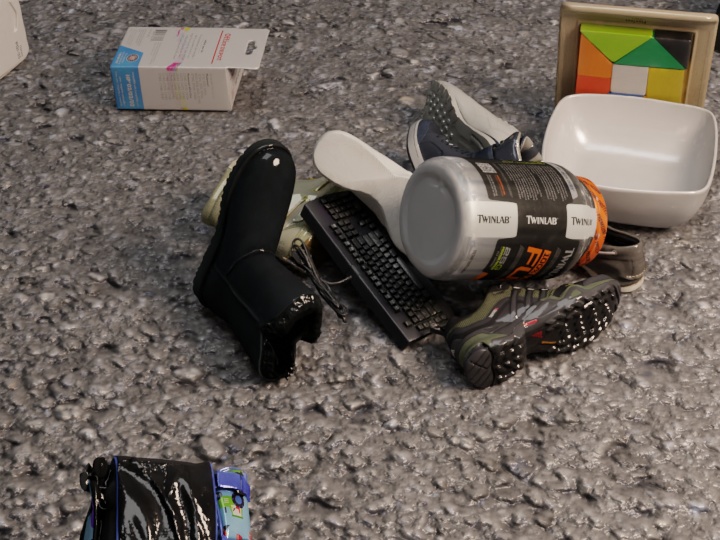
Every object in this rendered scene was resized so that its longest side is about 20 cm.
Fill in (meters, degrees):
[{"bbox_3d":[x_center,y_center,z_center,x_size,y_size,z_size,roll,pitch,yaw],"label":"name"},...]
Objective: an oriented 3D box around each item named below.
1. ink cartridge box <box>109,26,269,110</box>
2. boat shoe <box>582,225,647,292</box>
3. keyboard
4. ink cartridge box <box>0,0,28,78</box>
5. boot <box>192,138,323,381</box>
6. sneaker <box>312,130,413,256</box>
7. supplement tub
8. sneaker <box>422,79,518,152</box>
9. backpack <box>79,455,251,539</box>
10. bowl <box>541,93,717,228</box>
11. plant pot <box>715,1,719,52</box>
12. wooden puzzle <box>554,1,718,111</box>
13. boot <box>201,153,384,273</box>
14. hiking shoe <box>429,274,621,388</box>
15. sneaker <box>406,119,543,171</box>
[{"bbox_3d":[-0.223,-0.271,1.731,0.197,0.069,0.116,1,38,5],"label":"ink cartridge box"},{"bbox_3d":[0.234,-0.046,1.432,0.067,0.058,0.199,-32,47,-33],"label":"boat shoe"},{"bbox_3d":[0.000,0.000,1.363,0.126,0.021,0.201,-25,63,-28],"label":"keyboard"},{"bbox_3d":[-0.577,-0.359,1.794,0.197,0.148,0.083,13,41,19],"label":"ink cartridge box"},{"bbox_3d":[-0.085,-0.010,1.305,0.076,0.202,0.168,10,21,-43],"label":"boot"},{"bbox_3d":[0.038,-0.082,1.406,0.200,0.075,0.088,42,9,1],"label":"sneaker"},{"bbox_3d":[0.149,-0.052,1.320,0.198,0.124,0.123,-1,32,-33],"label":"supplement tub"},{"bbox_3d":[0.144,-0.170,1.597,0.080,0.077,0.201,-6,40,-26],"label":"sneaker"},{"bbox_3d":[-0.152,0.262,0.964,0.133,0.183,0.202,5,49,-19],"label":"backpack"},{"bbox_3d":[0.312,-0.122,1.514,0.197,0.075,0.201,9,39,12],"label":"bowl"},{"bbox_3d":[0.616,-0.389,1.759,0.199,0.179,0.199,30,48,33],"label":"plant pot"},{"bbox_3d":[0.329,-0.237,1.566,0.182,0.201,0.038,7,52,11],"label":"wooden puzzle"},{"bbox_3d":[-0.073,-0.092,1.489,0.153,0.073,0.200,22,48,22],"label":"boot"},{"bbox_3d":[0.171,0.038,1.313,0.198,0.076,0.101,-21,45,-22],"label":"hiking shoe"},{"bbox_3d":[0.133,-0.126,1.478,0.145,0.077,0.204,-31,42,19],"label":"sneaker"}]
